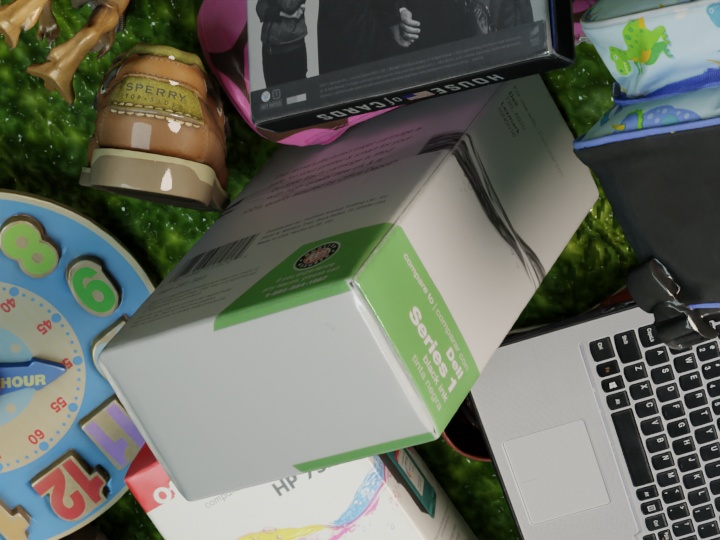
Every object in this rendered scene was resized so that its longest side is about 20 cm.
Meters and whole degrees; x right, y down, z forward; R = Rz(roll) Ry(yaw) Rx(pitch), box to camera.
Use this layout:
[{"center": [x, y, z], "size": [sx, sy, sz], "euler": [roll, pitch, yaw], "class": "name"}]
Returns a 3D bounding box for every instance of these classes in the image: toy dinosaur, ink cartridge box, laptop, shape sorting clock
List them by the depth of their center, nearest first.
[{"center": [0.166, 0.108, 1.224], "size": [0.199, 0.116, 0.188], "euler": [-16, 130, 5], "class": "laptop"}, {"center": [0.000, 0.000, 1.236], "size": [0.146, 0.200, 0.084], "euler": [-16, 112, 36], "class": "ink cartridge box"}, {"center": [-0.117, -0.137, 1.244], "size": [0.060, 0.106, 0.200], "euler": [38, 165, -8], "class": "toy dinosaur"}, {"center": [-0.033, 0.112, 1.386], "size": [0.116, 0.067, 0.200], "euler": [-31, 101, 18], "class": "ink cartridge box"}, {"center": [-0.192, 0.055, 1.415], "size": [0.199, 0.039, 0.201], "euler": [-5, 115, -11], "class": "shape sorting clock"}]

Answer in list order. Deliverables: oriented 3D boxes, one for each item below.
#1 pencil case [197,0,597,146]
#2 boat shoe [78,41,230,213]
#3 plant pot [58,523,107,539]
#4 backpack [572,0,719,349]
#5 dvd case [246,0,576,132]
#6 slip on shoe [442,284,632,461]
[{"center": [0.026, -0.116, 1.223], "size": [0.200, 0.091, 0.094], "euler": [-18, 109, 38], "class": "pencil case"}, {"center": [-0.088, -0.065, 1.286], "size": [0.072, 0.200, 0.068], "euler": [8, 89, -8], "class": "boat shoe"}, {"center": [-0.191, 0.227, 1.506], "size": [0.200, 0.200, 0.175], "euler": [4, 102, 27], "class": "plant pot"}, {"center": [0.196, -0.081, 1.073], "size": [0.183, 0.200, 0.147], "euler": [-9, 109, 43], "class": "backpack"}, {"center": [0.015, -0.169, 1.166], "size": [0.150, 0.025, 0.201], "euler": [-11, 75, 34], "class": "dvd case"}, {"center": [0.118, 0.045, 1.285], "size": [0.200, 0.061, 0.074], "euler": [-19, 106, 35], "class": "slip on shoe"}]
